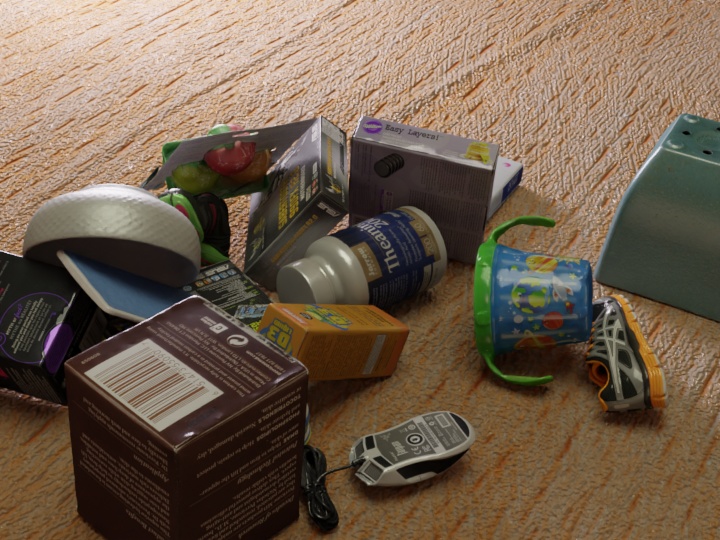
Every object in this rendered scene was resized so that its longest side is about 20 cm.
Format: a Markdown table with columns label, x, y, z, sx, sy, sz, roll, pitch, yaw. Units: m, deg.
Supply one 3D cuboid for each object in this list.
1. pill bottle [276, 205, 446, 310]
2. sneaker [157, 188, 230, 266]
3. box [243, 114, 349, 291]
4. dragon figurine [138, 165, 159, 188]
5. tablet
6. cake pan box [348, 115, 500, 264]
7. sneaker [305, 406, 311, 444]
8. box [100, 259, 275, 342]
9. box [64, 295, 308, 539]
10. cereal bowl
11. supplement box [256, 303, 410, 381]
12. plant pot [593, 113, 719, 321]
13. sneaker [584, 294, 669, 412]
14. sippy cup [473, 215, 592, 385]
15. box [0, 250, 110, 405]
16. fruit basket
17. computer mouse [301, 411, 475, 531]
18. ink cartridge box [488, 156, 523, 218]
| label | x | y | z | sx | sy | sz | roll | pitch | yaw |
| --- | --- | --- | --- | --- | --- | --- | --- | --- | --- |
| pill bottle | 0.000 | 0.000 | 1.513 | 0.200 | 0.111 | 0.111 | -23 | 44 | -34 |
| sneaker | -0.208 | -0.064 | 1.515 | 0.077 | 0.200 | 0.084 | 7 | 75 | 9 |
| box | -0.082 | -0.090 | 1.597 | 0.048 | 0.158 | 0.200 | 34 | 28 | -23 |
| dragon figurine | -0.311 | -0.064 | 1.614 | 0.099 | 0.059 | 0.200 | 27 | 41 | 28 |
| tablet | -0.228 | 0.037 | 1.345 | 0.200 | 0.014 | 0.130 | 22 | 14 | -48 |
| cake pan box | 0.078 | -0.098 | 1.592 | 0.184 | 0.200 | 0.052 | 14 | 52 | 10 |
| sneaker | -0.140 | 0.121 | 1.318 | 0.200 | 0.082 | 0.074 | 23 | 56 | 7 |
| box | -0.198 | 0.071 | 1.449 | 0.200 | 0.044 | 0.160 | -21 | 43 | -31 |
| box | -0.166 | 0.165 | 1.182 | 0.166 | 0.200 | 0.164 | 31 | 43 | 31 |
| cereal bowl | -0.277 | -0.042 | 1.387 | 0.200 | 0.200 | 0.084 | 2 | 72 | -3 |
| supplement box | -0.031 | 0.079 | 1.370 | 0.066 | 0.069 | 0.200 | 31 | 18 | 31 |
| plant pot | 0.440 | -0.086 | 1.610 | 0.195 | 0.200 | 0.196 | 19 | 37 | 20 |
| sneaker | 0.297 | 0.095 | 1.449 | 0.077 | 0.078 | 0.200 | -18 | 29 | 3 |
| sippy cup | 0.206 | 0.035 | 1.446 | 0.130 | 0.178 | 0.140 | -1 | 22 | 13 |
| box | -0.400 | 0.054 | 1.365 | 0.200 | 0.106 | 0.122 | 15 | 62 | 13 |
| fruit basket | -0.173 | -0.151 | 1.569 | 0.185 | 0.200 | 0.094 | -14 | 76 | -26 |
| computer mouse | 0.029 | 0.204 | 1.290 | 0.200 | 0.044 | 0.110 | -14 | 34 | -16 |
| ink cartridge box | 0.106 | -0.128 | 1.770 | 0.200 | 0.043 | 0.196 | 21 | 39 | 19 |
